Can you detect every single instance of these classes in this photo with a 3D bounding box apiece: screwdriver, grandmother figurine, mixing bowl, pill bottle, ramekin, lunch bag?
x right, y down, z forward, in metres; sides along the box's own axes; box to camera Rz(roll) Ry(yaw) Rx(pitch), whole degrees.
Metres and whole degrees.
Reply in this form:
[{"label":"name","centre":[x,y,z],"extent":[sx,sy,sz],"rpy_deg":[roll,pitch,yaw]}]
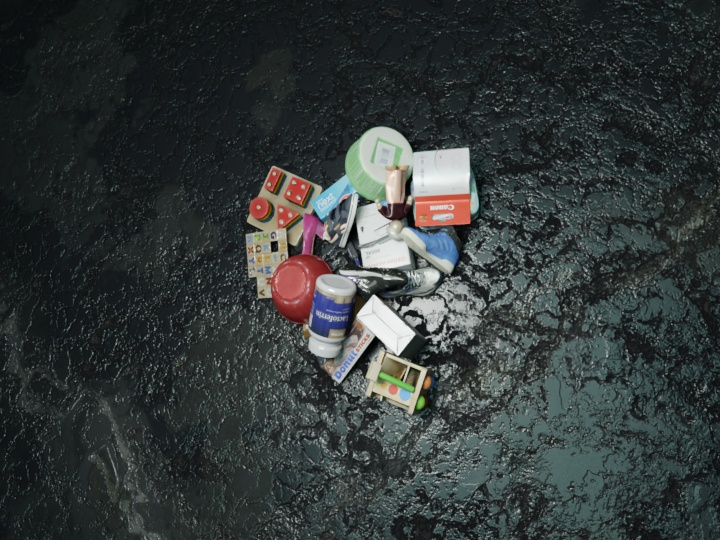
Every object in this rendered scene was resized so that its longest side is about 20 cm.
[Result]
[{"label":"screwdriver","centre":[0.000,0.000,1.683],"extent":[0.029,0.028,0.204],"rpy_deg":[-30,64,17]},{"label":"grandmother figurine","centre":[0.095,-0.185,1.575],"extent":[0.118,0.060,0.206],"rpy_deg":[-4,97,-13]},{"label":"mixing bowl","centre":[-0.178,0.042,1.611],"extent":[0.194,0.108,0.206],"rpy_deg":[-3,78,14]},{"label":"pill bottle","centre":[-0.081,0.124,1.548],"extent":[0.113,0.115,0.205],"rpy_deg":[18,110,19]},{"label":"ramekin","centre":[0.061,-0.313,1.653],"extent":[0.194,0.098,0.206],"rpy_deg":[5,75,-18]},{"label":"lunch bag","centre":[0.245,-0.212,1.639],"extent":[0.194,0.077,0.165],"rpy_deg":[-11,74,13]}]

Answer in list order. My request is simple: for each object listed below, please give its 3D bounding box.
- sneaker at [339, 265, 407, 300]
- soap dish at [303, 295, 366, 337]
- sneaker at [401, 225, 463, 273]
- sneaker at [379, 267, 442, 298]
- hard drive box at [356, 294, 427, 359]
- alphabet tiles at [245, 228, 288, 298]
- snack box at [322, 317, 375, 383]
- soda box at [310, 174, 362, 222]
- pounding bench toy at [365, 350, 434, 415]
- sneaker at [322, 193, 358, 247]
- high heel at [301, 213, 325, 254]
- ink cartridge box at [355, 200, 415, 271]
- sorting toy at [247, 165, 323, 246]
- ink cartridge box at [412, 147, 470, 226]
[{"label":"sneaker","centre":[0.037,0.040,1.585],"extent":[0.194,0.076,0.090],"rpy_deg":[5,105,18]},{"label":"soap dish","centre":[-0.081,0.110,1.670],"extent":[0.194,0.081,0.162],"rpy_deg":[-5,78,14]},{"label":"sneaker","centre":[0.206,-0.090,1.589],"extent":[0.198,0.076,0.113],"rpy_deg":[35,81,-22]},{"label":"sneaker","centre":[0.135,0.036,1.618],"extent":[0.195,0.085,0.079],"rpy_deg":[-14,75,12]},{"label":"hard drive box","centre":[0.089,0.158,1.547],"extent":[0.155,0.200,0.077],"rpy_deg":[42,91,18]},{"label":"alphabet tiles","centre":[-0.286,-0.019,1.759],"extent":[0.163,0.007,0.206],"rpy_deg":[-5,89,32]},{"label":"snack box","centre":[-0.032,0.226,1.614],"extent":[0.071,0.024,0.202],"rpy_deg":[38,117,8]},{"label":"soda box","centre":[-0.050,-0.232,1.737],"extent":[0.198,0.064,0.069],"rpy_deg":[-37,71,7]},{"label":"pounding bench toy","centre":[0.107,0.300,1.514],"extent":[0.153,0.200,0.127],"rpy_deg":[19,84,19]},{"label":"sneaker","centre":[-0.061,-0.147,1.653],"extent":[0.077,0.202,0.080],"rpy_deg":[15,47,-6]},{"label":"high heel","centre":[-0.180,-0.072,1.730],"extent":[0.095,0.067,0.203],"rpy_deg":[32,85,-1]},{"label":"ink cartridge box","centre":[0.071,-0.091,1.662],"extent":[0.141,0.084,0.206],"rpy_deg":[-13,76,14]},{"label":"sorting toy","centre":[-0.246,-0.210,1.787],"extent":[0.196,0.070,0.203],"rpy_deg":[25,87,19]},{"label":"ink cartridge box","centre":[0.225,-0.232,1.581],"extent":[0.158,0.057,0.206],"rpy_deg":[-2,72,13]}]
